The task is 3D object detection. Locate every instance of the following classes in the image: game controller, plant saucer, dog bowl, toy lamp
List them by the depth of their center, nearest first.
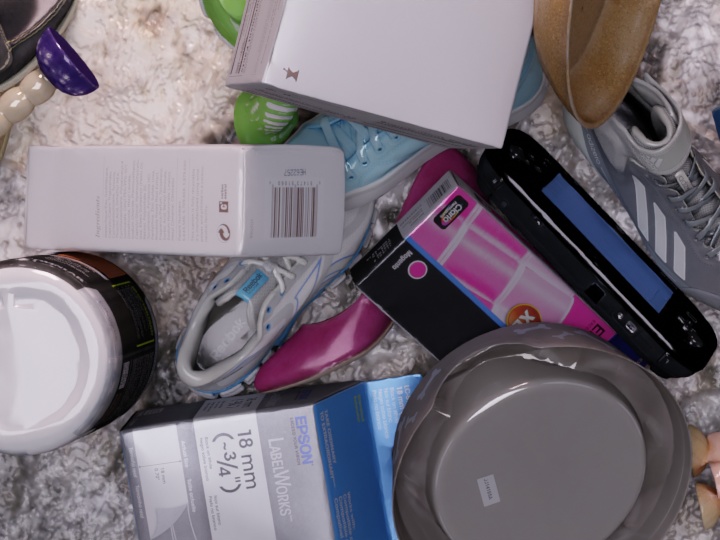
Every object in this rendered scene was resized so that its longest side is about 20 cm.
[{"bbox_3d":[0.146,-0.188,1.578,0.035,0.200,0.201,15,94,20],"label":"plant saucer"},{"bbox_3d":[0.111,0.123,1.681,0.199,0.059,0.201,-5,118,-10],"label":"dog bowl"},{"bbox_3d":[0.155,-0.013,1.688,0.200,0.104,0.042,47,119,2],"label":"game controller"},{"bbox_3d":[-0.263,-0.077,1.688,0.200,0.058,0.058,-40,88,5],"label":"toy lamp"}]

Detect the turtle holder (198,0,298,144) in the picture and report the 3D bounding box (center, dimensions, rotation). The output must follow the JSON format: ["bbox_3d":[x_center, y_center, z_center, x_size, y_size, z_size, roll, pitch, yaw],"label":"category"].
[{"bbox_3d":[-0.038,-0.185,1.683,0.140,0.132,0.186,-21,98,-13],"label":"turtle holder"}]

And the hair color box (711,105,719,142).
[{"bbox_3d":[0.304,-0.022,1.669,0.100,0.060,0.201,-13,88,-33],"label":"hair color box"}]

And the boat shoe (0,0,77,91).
[{"bbox_3d":[-0.261,-0.151,1.710,0.200,0.068,0.072,-38,82,-26],"label":"boat shoe"}]

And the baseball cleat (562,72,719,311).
[{"bbox_3d":[0.205,-0.049,1.680,0.070,0.106,0.200,-45,90,-9],"label":"baseball cleat"}]

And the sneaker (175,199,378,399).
[{"bbox_3d":[-0.056,0.003,1.720,0.075,0.087,0.200,34,94,6],"label":"sneaker"}]

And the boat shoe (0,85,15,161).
[{"bbox_3d":[-0.298,-0.060,1.751,0.072,0.065,0.200,32,94,4],"label":"boat shoe"}]

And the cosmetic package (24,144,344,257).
[{"bbox_3d":[-0.115,-0.046,1.670,0.199,0.101,0.074,4,93,40],"label":"cosmetic package"}]

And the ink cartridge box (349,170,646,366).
[{"bbox_3d":[0.095,0.034,1.692,0.095,0.037,0.200,-45,113,10],"label":"ink cartridge box"}]

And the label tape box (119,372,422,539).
[{"bbox_3d":[-0.049,0.155,1.730,0.199,0.063,0.145,-9,97,7],"label":"label tape box"}]

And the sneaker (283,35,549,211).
[{"bbox_3d":[0.025,-0.109,1.682,0.199,0.082,0.074,-29,62,-4],"label":"sneaker"}]

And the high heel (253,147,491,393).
[{"bbox_3d":[0.000,0.000,1.724,0.200,0.067,0.096,-32,93,-7],"label":"high heel"}]

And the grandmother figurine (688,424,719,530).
[{"bbox_3d":[0.317,0.123,1.698,0.199,0.061,0.122,-13,85,7],"label":"grandmother figurine"}]

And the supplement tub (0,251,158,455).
[{"bbox_3d":[-0.199,0.050,1.678,0.122,0.200,0.123,0,92,7],"label":"supplement tub"}]

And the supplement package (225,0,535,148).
[{"bbox_3d":[0.025,-0.188,1.574,0.155,0.111,0.201,14,90,-15],"label":"supplement package"}]
